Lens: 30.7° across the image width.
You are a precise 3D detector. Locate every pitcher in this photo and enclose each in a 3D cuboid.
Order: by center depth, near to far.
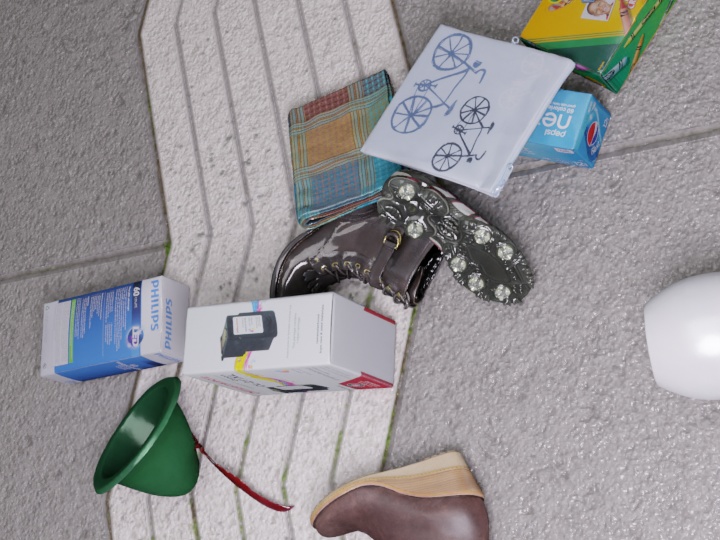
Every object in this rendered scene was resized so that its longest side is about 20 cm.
[{"bbox_3d":[0.379,0.082,1.242,0.200,0.121,0.172,-9,84,17],"label":"pitcher"}]

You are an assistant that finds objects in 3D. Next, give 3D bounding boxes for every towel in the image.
[{"bbox_3d":[-0.018,-0.148,1.574,0.147,0.022,0.200,-21,48,15],"label":"towel"}]

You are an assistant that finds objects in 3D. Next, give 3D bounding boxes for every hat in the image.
[{"bbox_3d":[-0.207,0.249,1.593,0.166,0.176,0.200,-49,18,10],"label":"hat"}]

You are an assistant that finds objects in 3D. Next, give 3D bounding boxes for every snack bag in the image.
[{"bbox_3d":[0.121,-0.182,1.451,0.200,0.021,0.189,22,73,37],"label":"snack bag"}]

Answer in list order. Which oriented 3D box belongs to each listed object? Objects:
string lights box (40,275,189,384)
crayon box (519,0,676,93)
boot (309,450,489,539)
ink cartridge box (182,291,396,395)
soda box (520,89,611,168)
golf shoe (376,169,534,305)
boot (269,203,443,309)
[{"bbox_3d":[-0.319,0.079,1.695,0.200,0.059,0.103,-12,68,28],"label":"string lights box"},{"bbox_3d":[0.284,-0.312,1.462,0.119,0.058,0.200,33,92,35],"label":"crayon box"},{"bbox_3d":[0.046,0.296,1.387,0.200,0.072,0.166,-24,60,19],"label":"boot"},{"bbox_3d":[-0.080,0.088,1.493,0.200,0.146,0.083,-7,72,30],"label":"ink cartridge box"},{"bbox_3d":[0.173,-0.171,1.478,0.200,0.064,0.068,15,82,34],"label":"soda box"},{"bbox_3d":[0.112,-0.045,1.436,0.200,0.088,0.077,39,115,-7],"label":"golf shoe"},{"bbox_3d":[0.000,0.000,1.521,0.174,0.069,0.200,32,89,36],"label":"boot"}]
